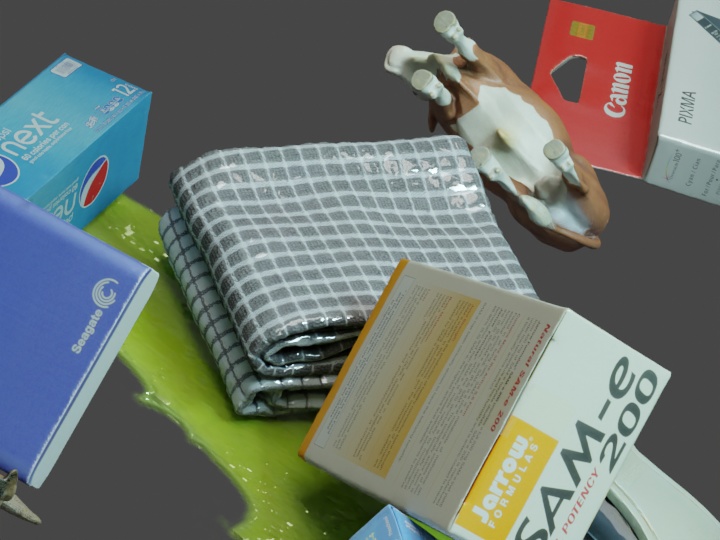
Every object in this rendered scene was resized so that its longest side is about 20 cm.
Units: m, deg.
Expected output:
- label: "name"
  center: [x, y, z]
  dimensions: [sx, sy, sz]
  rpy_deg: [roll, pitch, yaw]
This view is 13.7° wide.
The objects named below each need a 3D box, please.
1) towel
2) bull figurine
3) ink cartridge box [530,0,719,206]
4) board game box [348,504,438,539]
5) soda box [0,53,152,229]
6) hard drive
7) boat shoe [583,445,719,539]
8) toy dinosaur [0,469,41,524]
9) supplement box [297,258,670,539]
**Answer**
- label: "towel"
  center: [0.000, 0.000, 1.734]
  dimensions: [0.200, 0.086, 0.166]
  rpy_deg: [-4, 42, -24]
- label: "bull figurine"
  center: [0.082, -0.093, 1.870]
  dimensions: [0.200, 0.065, 0.121]
  rpy_deg: [47, 4, 26]
- label: "ink cartridge box"
  center: [0.205, -0.126, 2.003]
  dimensions: [0.176, 0.045, 0.200]
  rpy_deg: [16, 36, 0]
- label: "board game box"
  center: [0.072, 0.218, 1.437]
  dimensions: [0.151, 0.037, 0.200]
  rpy_deg: [38, 19, -30]
- label: "soda box"
  center: [-0.200, -0.047, 1.738]
  dimensions: [0.064, 0.068, 0.200]
  rpy_deg: [24, 38, 16]
- label: "hard drive"
  center: [-0.225, 0.012, 1.619]
  dimensions: [0.200, 0.132, 0.025]
  rpy_deg: [28, -5, 17]
- label: "boat shoe"
  center: [0.140, 0.143, 1.610]
  dimensions: [0.200, 0.062, 0.075]
  rpy_deg: [46, 31, 5]
- label: "toy dinosaur"
  center: [-0.258, 0.104, 1.517]
  dimensions: [0.200, 0.086, 0.136]
  rpy_deg: [-10, 36, -38]
- label: "supplement box"
  center: [0.060, 0.075, 1.545]
  dimensions: [0.073, 0.126, 0.200]
  rpy_deg: [30, -4, -24]
